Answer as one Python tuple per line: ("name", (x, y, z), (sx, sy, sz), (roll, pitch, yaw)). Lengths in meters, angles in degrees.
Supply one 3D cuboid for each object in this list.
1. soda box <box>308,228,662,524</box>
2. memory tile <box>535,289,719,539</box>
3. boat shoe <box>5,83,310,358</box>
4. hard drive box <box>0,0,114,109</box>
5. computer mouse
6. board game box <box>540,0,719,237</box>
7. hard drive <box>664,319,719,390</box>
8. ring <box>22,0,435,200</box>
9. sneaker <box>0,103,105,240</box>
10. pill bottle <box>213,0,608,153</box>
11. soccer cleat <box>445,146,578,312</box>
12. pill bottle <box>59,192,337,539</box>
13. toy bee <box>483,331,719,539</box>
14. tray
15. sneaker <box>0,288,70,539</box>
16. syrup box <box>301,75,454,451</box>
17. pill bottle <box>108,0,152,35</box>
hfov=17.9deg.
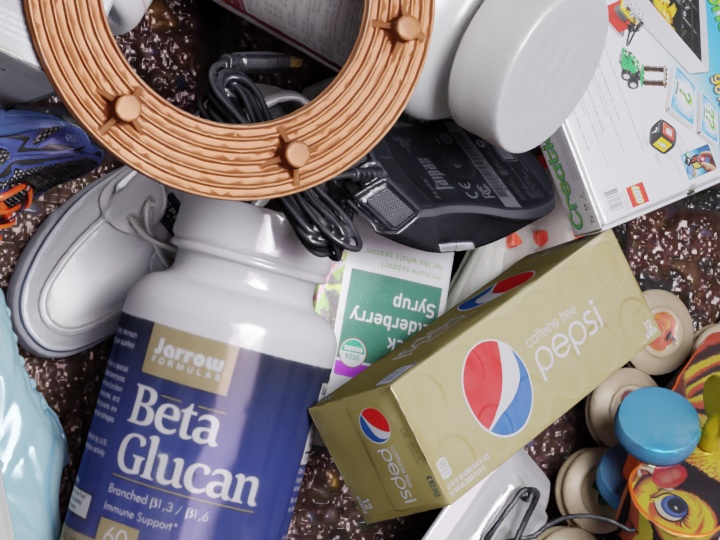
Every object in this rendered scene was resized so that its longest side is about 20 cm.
("soda box", (0.068, 0.051, 1.173), (0.200, 0.064, 0.068), (-33, 99, -43))
("memory tile", (0.187, 0.124, 1.336), (0.153, 0.017, 0.200), (26, 77, -21))
("boat shoe", (-0.105, -0.031, 1.210), (0.074, 0.065, 0.200), (48, 71, -16))
("hard drive box", (-0.218, -0.141, 1.090), (0.156, 0.200, 0.077), (26, 77, -22))
("computer mouse", (0.002, -0.058, 1.177), (0.200, 0.046, 0.140), (-11, 54, -48))
("board game box", (0.137, -0.133, 1.222), (0.126, 0.035, 0.200), (-21, 92, -25))
("hard drive", (0.239, 0.103, 1.382), (0.132, 0.027, 0.200), (47, 72, -15))
("ring", (-0.055, -0.132, 1.042), (0.200, 0.019, 0.201), (1, 87, -24))
("sneaker", (-0.207, -0.014, 1.119), (0.200, 0.075, 0.079), (-29, 73, 13))
("pill bottle", (0.020, -0.144, 1.157), (0.110, 0.200, 0.110), (-40, 148, -31))
("soccer cleat", (0.076, 0.013, 1.294), (0.069, 0.078, 0.200), (35, 55, -24))
("pill bottle", (-0.075, 0.065, 1.151), (0.111, 0.111, 0.200), (15, 89, -23))
("toy bee", (0.175, 0.125, 1.258), (0.109, 0.131, 0.200), (38, 75, 22))
("tray", (0.042, 0.185, 1.245), (0.200, 0.022, 0.107), (-54, 151, -9))
("sneaker", (-0.191, 0.075, 1.178), (0.082, 0.074, 0.201), (4, 79, -55))
("syrup box", (0.000, 0.000, 1.249), (0.079, 0.081, 0.201), (13, 82, -22))
("pill bottle", (-0.119, -0.233, 1.185), (0.114, 0.114, 0.200), (34, 75, -19))
